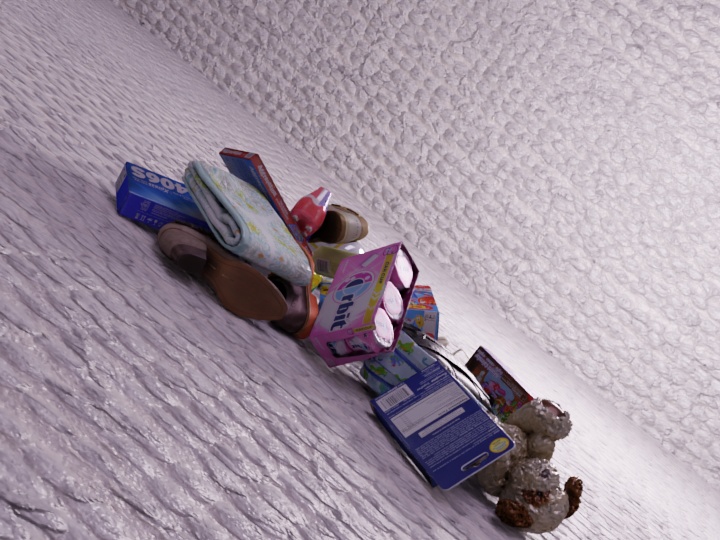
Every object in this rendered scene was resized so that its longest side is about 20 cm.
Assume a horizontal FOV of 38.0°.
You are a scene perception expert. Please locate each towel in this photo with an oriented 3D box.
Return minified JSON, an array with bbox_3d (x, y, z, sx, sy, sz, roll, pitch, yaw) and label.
[{"bbox_3d":[-0.165,-0.073,1.542,0.171,0.048,0.200,26,23,-50],"label":"towel"}]

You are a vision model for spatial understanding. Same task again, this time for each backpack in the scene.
[{"bbox_3d":[0.095,0.165,1.604,0.201,0.153,0.163,57,-1,-33],"label":"backpack"}]

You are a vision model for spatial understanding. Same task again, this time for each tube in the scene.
[{"bbox_3d":[0.000,0.000,1.746,0.058,0.052,0.199,9,4,-43],"label":"tube"}]

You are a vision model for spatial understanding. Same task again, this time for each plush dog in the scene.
[{"bbox_3d":[0.227,0.299,1.500,0.199,0.161,0.172,-6,51,-36],"label":"plush dog"}]

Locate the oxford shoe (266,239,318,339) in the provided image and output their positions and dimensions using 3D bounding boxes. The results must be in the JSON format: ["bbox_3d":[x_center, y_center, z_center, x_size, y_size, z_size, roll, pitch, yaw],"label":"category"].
[{"bbox_3d":[-0.116,0.013,1.605,0.072,0.071,0.201,25,30,-34],"label":"oxford shoe"}]

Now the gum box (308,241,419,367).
[{"bbox_3d":[0.007,0.053,1.571,0.066,0.113,0.201,57,33,-28],"label":"gum box"}]

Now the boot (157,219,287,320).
[{"bbox_3d":[-0.200,-0.009,1.506,0.199,0.070,0.146,33,9,-22],"label":"boot"}]

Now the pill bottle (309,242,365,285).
[{"bbox_3d":[-0.059,-0.029,2.028,0.200,0.112,0.112,43,10,30],"label":"pill bottle"}]

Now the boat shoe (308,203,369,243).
[{"bbox_3d":[-0.049,-0.078,1.790,0.066,0.075,0.200,4,11,-26],"label":"boat shoe"}]

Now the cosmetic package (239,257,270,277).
[{"bbox_3d":[-0.221,-0.054,1.716,0.200,0.051,0.082,42,14,28],"label":"cosmetic package"}]

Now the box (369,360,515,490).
[{"bbox_3d":[0.112,0.216,1.428,0.200,0.121,0.033,46,-20,48],"label":"box"}]

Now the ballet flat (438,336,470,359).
[{"bbox_3d":[0.165,0.169,2.038,0.200,0.072,0.072,36,9,-6],"label":"ballet flat"}]

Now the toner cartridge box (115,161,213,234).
[{"bbox_3d":[-0.270,-0.092,1.585,0.199,0.043,0.095,21,27,-27],"label":"toner cartridge box"}]

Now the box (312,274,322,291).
[{"bbox_3d":[-0.158,-0.025,1.837,0.117,0.048,0.200,43,8,29],"label":"box"}]

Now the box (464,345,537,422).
[{"bbox_3d":[0.216,0.232,1.682,0.039,0.137,0.200,29,11,-42],"label":"box"}]

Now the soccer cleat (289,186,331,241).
[{"bbox_3d":[-0.100,-0.083,1.766,0.067,0.077,0.200,40,-21,-6],"label":"soccer cleat"}]

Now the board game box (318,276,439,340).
[{"bbox_3d":[0.027,0.065,1.759,0.198,0.056,0.196,5,11,-2],"label":"board game box"}]

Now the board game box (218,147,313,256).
[{"bbox_3d":[-0.152,-0.107,1.690,0.103,0.019,0.201,19,-37,51],"label":"board game box"}]
